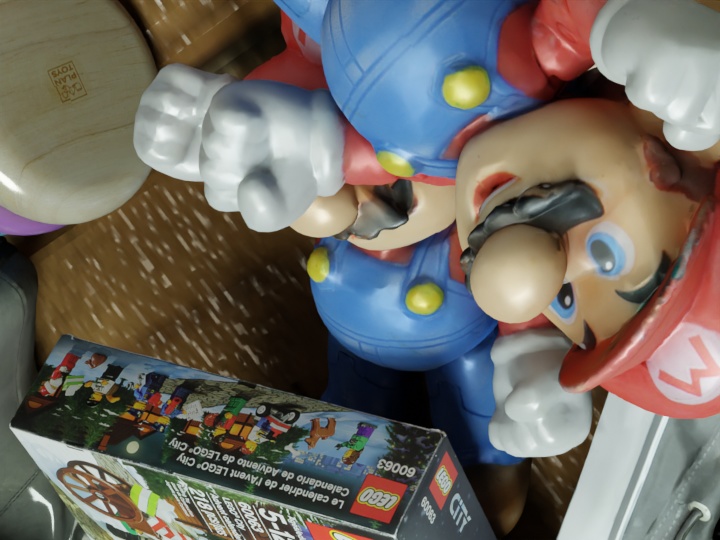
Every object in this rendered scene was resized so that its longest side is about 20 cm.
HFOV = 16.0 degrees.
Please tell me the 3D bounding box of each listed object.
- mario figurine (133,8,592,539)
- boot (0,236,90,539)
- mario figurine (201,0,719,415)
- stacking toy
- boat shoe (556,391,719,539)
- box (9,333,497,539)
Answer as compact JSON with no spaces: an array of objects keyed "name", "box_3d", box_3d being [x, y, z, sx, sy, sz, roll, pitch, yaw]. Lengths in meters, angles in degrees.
[{"name":"mario figurine","box_3d":[0.000,0.000,0.755,0.123,0.106,0.200,-7,129,-1]},{"name":"boot","box_3d":[-0.104,0.081,0.920,0.131,0.068,0.200,30,139,9]},{"name":"mario figurine","box_3d":[0.021,-0.040,0.623,0.200,0.106,0.123,46,173,5]},{"name":"stacking toy","box_3d":[-0.157,-0.035,0.864,0.200,0.085,0.085,-19,107,44]},{"name":"boat shoe","box_3d":[0.097,0.071,0.767,0.057,0.069,0.200,26,128,17]},{"name":"box","box_3d":[-0.014,0.103,0.827,0.137,0.038,0.200,13,150,28]}]
